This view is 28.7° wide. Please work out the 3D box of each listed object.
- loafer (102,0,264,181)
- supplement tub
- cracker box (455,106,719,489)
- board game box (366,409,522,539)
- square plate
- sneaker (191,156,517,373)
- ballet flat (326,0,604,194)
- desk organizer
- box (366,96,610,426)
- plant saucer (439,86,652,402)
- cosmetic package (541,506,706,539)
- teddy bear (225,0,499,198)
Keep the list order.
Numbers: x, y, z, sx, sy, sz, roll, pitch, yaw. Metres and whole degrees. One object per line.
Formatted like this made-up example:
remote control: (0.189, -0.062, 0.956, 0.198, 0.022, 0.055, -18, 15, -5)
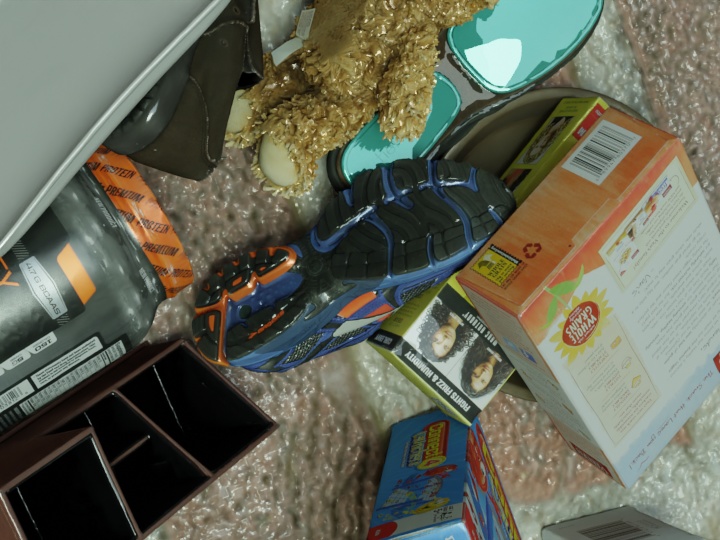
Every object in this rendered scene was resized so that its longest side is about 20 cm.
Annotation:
loafer: (-0.089, -0.127, 0.782, 0.071, 0.073, 0.201, 45, 47, -35)
supplement tub: (-0.198, 0.018, 0.752, 0.200, 0.122, 0.123, -33, 102, -14)
cracker box: (0.151, 0.022, 0.823, 0.134, 0.058, 0.200, -47, 135, -10)
board game box: (0.069, 0.201, 0.808, 0.056, 0.196, 0.201, -18, 100, 10)
square plate: (-0.174, -0.109, 0.734, 0.200, 0.198, 0.028, -50, 140, -9)
sneaker: (0.000, 0.000, 0.818, 0.199, 0.078, 0.076, -25, 63, 13)
ballet flat: (0.056, -0.117, 0.850, 0.200, 0.068, 0.068, -38, 99, -3)
desk organizer: (-0.135, 0.103, 0.745, 0.200, 0.077, 0.072, -36, 107, -52)
box: (0.097, -0.008, 0.852, 0.075, 0.050, 0.200, 43, 80, -17)
plant saucer: (0.125, -0.016, 0.902, 0.199, 0.029, 0.201, -1, 93, -18)
cosmetic package: (0.180, 0.264, 0.899, 0.071, 0.101, 0.201, -10, 97, -17)
teddy bear: (-0.001, -0.130, 0.810, 0.067, 0.145, 0.201, 36, 85, -49)
